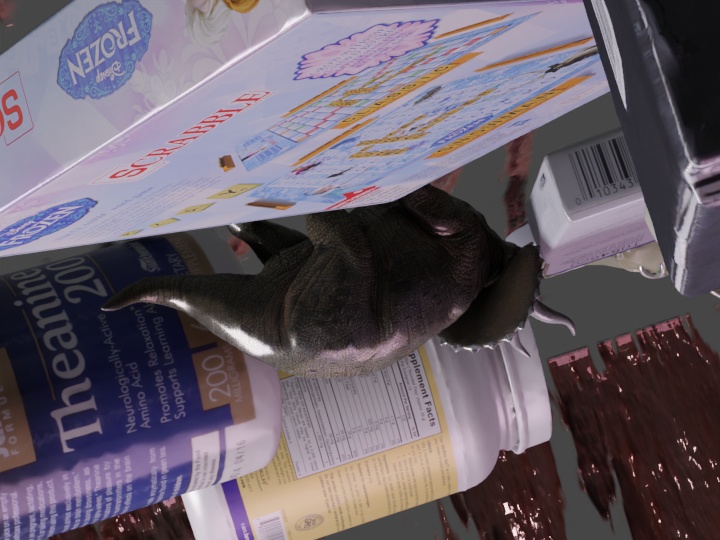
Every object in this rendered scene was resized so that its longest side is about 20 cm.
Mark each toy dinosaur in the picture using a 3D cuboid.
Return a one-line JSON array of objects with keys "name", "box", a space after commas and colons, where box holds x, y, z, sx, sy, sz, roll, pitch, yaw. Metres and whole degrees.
[{"name": "toy dinosaur", "box": [0.000, 0.000, 0.847, 0.199, 0.103, 0.077, -16, 173, -28]}]

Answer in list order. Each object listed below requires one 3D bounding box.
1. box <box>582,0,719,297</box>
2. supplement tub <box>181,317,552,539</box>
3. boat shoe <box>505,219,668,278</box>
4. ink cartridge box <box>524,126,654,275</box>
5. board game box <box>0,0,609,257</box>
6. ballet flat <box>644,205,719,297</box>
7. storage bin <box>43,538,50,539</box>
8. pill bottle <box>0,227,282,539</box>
[{"name": "box", "box": [0.138, -0.088, 0.417, 0.195, 0.125, 0.200, -17, 173, 6]}, {"name": "supplement tub", "box": [-0.010, 0.064, 1.147, 0.199, 0.146, 0.145, -18, 173, -6]}, {"name": "boat shoe", "box": [0.181, -0.028, 1.263, 0.199, 0.062, 0.072, -20, 173, 25]}, {"name": "ink cartridge box", "box": [0.186, -0.058, 1.120, 0.198, 0.041, 0.200, -19, 172, -2]}, {"name": "board game box", "box": [-0.005, -0.059, 0.608, 0.199, 0.041, 0.199, -10, 169, -43]}, {"name": "ballet flat", "box": [0.174, -0.024, 0.997, 0.067, 0.068, 0.200, -31, 140, 17]}, {"name": "storage bin", "box": [-0.283, 0.192, 1.299, 0.145, 0.202, 0.134, -12, 180, -42]}, {"name": "pill bottle", "box": [-0.142, 0.057, 0.890, 0.199, 0.112, 0.111, -16, 173, -20]}]
